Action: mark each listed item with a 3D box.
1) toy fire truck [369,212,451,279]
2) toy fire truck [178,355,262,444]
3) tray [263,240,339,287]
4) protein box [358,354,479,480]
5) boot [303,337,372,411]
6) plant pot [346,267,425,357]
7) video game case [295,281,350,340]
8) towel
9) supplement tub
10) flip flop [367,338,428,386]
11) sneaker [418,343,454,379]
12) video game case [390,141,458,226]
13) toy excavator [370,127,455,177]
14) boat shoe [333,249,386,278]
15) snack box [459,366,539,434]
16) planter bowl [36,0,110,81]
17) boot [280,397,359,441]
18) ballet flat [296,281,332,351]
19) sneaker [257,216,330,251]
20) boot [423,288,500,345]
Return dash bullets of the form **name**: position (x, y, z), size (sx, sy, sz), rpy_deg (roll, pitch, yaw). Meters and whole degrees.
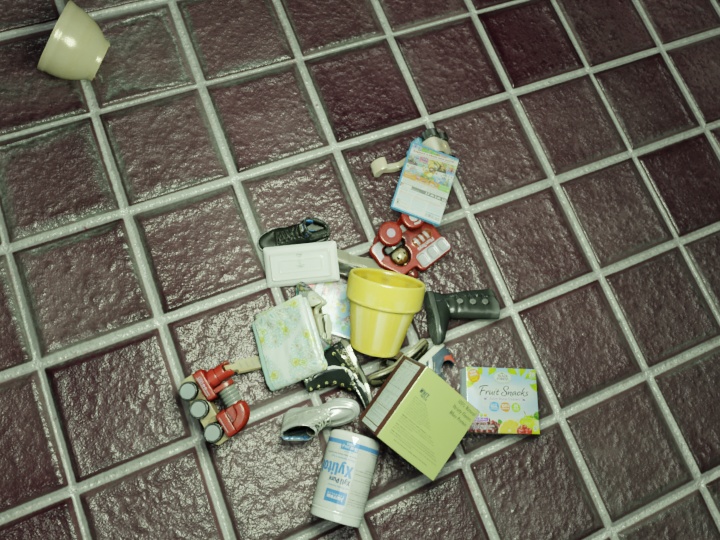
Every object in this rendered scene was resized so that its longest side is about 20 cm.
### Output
- **toy fire truck**: position (0.133, -0.067, 1.694), size (0.199, 0.112, 0.169), rpy_deg (-37, 83, -16)
- **toy fire truck**: position (-0.316, 0.301, 1.520), size (0.199, 0.129, 0.177), rpy_deg (-34, 82, -7)
- **tray**: position (-0.158, -0.015, 1.637), size (0.196, 0.022, 0.109), rpy_deg (-6, 97, 2)
- **protein box**: position (0.142, 0.356, 1.514), size (0.198, 0.135, 0.201), rpy_deg (41, 81, -19)
- **boot**: position (-0.062, 0.292, 1.579), size (0.152, 0.074, 0.206), rpy_deg (-21, 73, -12)
- **plant pot**: position (0.053, 0.109, 1.570), size (0.197, 0.201, 0.192), rpy_deg (9, 100, -7)
- **video game case**: position (-0.080, 0.097, 1.660), size (0.197, 0.017, 0.145), rpy_deg (17, 71, -5)
- **towel**: position (-0.183, 0.181, 1.554), size (0.169, 0.048, 0.203), rpy_deg (-26, 73, 25)
- **supplement tub**: position (-0.036, 0.499, 1.491), size (0.130, 0.132, 0.203), rpy_deg (17, 71, -4)
- **flip flop**: position (0.095, 0.235, 1.623), size (0.199, 0.082, 0.058), rpy_deg (-36, 65, -19)
- **sneaker**: position (0.169, 0.278, 1.619), size (0.199, 0.075, 0.085), rpy_deg (-40, 79, -18)
- **video game case**: position (0.176, -0.237, 1.677), size (0.141, 0.018, 0.203), rpy_deg (20, 74, -3)
- **toy excavator**: position (0.152, -0.318, 1.783), size (0.193, 0.198, 0.101), rpy_deg (0, 66, -56)
- **boat shoe**: position (0.000, 0.000, 1.690), size (0.197, 0.057, 0.067), rpy_deg (21, 36, -7)
- **snack box**: position (0.366, 0.346, 1.636), size (0.196, 0.068, 0.172), rpy_deg (4, 73, -9)
- **planter bowl**: position (-0.766, -0.600, 1.671), size (0.134, 0.199, 0.203), rpy_deg (27, 69, -29)
- **boot**: position (-0.099, 0.374, 1.510), size (0.197, 0.096, 0.075), rpy_deg (-13, 107, 5)
- **ballet flat**: position (-0.110, 0.111, 1.593), size (0.071, 0.072, 0.203), rpy_deg (-12, 68, -12)
- **sneaker**: position (-0.178, -0.103, 1.652), size (0.196, 0.112, 0.074), rpy_deg (-10, 74, -12)
- **boot**: position (0.282, 0.124, 1.672), size (0.196, 0.066, 0.167), rpy_deg (2, 54, -11)
